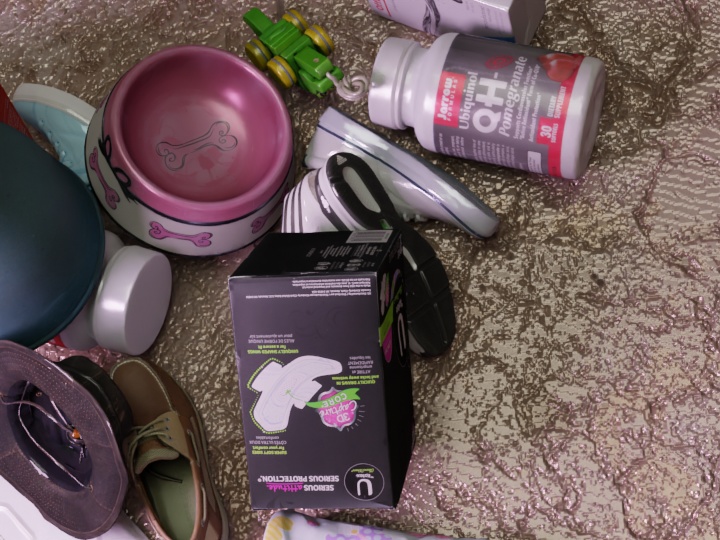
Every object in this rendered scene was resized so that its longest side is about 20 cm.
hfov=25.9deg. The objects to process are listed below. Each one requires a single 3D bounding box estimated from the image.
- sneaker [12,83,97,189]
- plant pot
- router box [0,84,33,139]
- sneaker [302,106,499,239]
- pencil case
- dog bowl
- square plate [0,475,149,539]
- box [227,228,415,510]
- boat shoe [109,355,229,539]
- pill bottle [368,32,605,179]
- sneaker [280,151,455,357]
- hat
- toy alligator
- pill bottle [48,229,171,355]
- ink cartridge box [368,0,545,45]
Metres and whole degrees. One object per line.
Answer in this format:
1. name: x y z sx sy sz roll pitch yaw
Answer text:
1. sneaker: -0.265 -0.108 1.491 0.200 0.074 0.082 30 74 19
2. plant pot: -0.338 -0.047 1.302 0.199 0.188 0.201 -4 69 9
3. router box: -0.410 -0.103 1.458 0.199 0.180 0.049 -11 54 6
4. sneaker: 0.035 -0.073 1.434 0.200 0.073 0.071 34 100 22
5. pencil case: 0.014 0.252 1.308 0.199 0.091 0.083 6 73 12
6. dog bowl: -0.150 -0.117 1.432 0.199 0.074 0.201 6 66 -13
7. square plate: -0.320 0.249 1.406 0.198 0.028 0.200 -45 69 -7
8. box: -0.027 0.080 1.301 0.124 0.149 0.201 -1 105 10
9. boat shoe: -0.172 0.164 1.381 0.075 0.074 0.200 -27 69 0
10. pill bottle: 0.114 -0.154 1.415 0.199 0.111 0.111 12 74 14
11. sneaker: 0.000 0.000 1.417 0.076 0.115 0.201 -33 92 -45
12. hat: -0.250 0.128 1.347 0.200 0.201 0.081 31 44 19
13. toy alligator: -0.047 -0.188 1.461 0.059 0.054 0.200 -40 47 -10
14. pill bottle: -0.284 0.009 1.434 0.199 0.114 0.114 14 75 15
15. ink cartridge box: 0.066 -0.274 1.463 0.199 0.116 0.067 22 78 17
